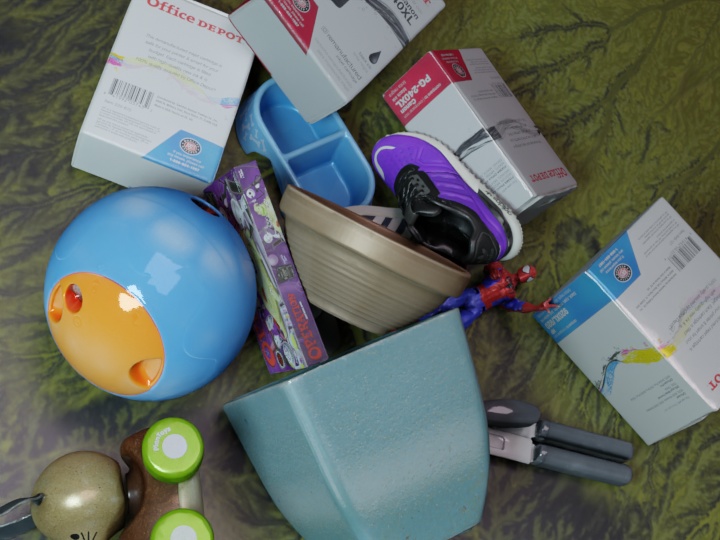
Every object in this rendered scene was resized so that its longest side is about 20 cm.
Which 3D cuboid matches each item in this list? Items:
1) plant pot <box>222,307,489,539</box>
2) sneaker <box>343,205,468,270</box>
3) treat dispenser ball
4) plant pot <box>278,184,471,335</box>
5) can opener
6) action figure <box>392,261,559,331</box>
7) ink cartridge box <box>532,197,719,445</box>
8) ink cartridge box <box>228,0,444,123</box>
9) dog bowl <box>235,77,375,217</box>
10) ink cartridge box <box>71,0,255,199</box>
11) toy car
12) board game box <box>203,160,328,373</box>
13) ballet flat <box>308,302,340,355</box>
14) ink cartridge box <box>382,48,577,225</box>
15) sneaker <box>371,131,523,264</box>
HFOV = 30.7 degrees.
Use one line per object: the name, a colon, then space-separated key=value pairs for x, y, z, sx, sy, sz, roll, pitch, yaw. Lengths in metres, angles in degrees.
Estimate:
plant pot: x=0.014 y=0.175 z=1.262 sx=0.194 sy=0.196 sz=0.202 roll=-22 pitch=88 yaw=-26
sneaker: x=0.029 y=-0.017 z=1.403 sx=0.198 sy=0.075 sz=0.085 roll=-7 pitch=56 yaw=-22
treat dispenser ball: x=-0.198 y=0.022 z=1.238 sx=0.199 sy=0.201 sz=0.203 roll=7 pitch=65 yaw=-16
plant pot: x=0.000 y=0.000 z=1.273 sx=0.199 sy=0.201 sz=0.093 roll=26 pitch=93 yaw=-7
can opener: x=0.206 y=0.181 z=1.390 sx=0.198 sy=0.067 sz=0.054 roll=15 pitch=64 yaw=-13
action figure: x=0.128 y=0.038 z=1.408 sx=0.199 sy=0.099 sz=0.066 roll=-28 pitch=100 yaw=-30
ink cartridge box: x=0.325 y=0.059 z=1.441 sx=0.147 sy=0.145 sz=0.200 roll=-39 pitch=84 yaw=-28
ink cartridge box: x=-0.022 y=-0.282 z=1.419 sx=0.146 sy=0.083 sz=0.200 roll=51 pitch=56 yaw=-14
dog bowl: x=-0.056 y=-0.128 z=1.441 sx=0.111 sy=0.050 sz=0.201 roll=-26 pitch=79 yaw=-27
ink cartridge box: x=-0.204 y=-0.185 z=1.393 sx=0.143 sy=0.085 sz=0.202 roll=21 pitch=63 yaw=-11
toy car: x=-0.237 y=0.224 z=1.169 sx=0.198 sy=0.165 sz=0.159 roll=-5 pitch=69 yaw=-11
board game box: x=-0.095 y=0.001 z=1.285 sx=0.032 sy=0.120 sz=0.202 roll=-21 pitch=90 yaw=-19
ballet flat: x=-0.089 y=0.004 z=1.363 sx=0.067 sy=0.064 sz=0.201 roll=-35 pitch=83 yaw=-23
ink cartridge box: x=0.136 y=-0.144 z=1.463 sx=0.201 sy=0.083 sz=0.145 roll=56 pitch=28 yaw=9
sneaker: x=0.072 y=-0.075 z=1.370 sx=0.200 sy=0.070 sz=0.099 roll=40 pitch=38 yaw=25
